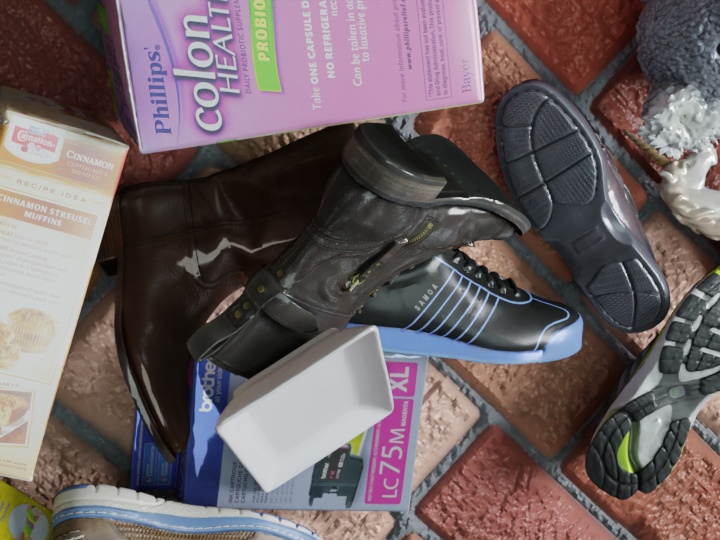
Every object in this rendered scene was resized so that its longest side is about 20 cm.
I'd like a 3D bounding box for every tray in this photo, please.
[{"bbox_3d":[-0.033,0.085,0.836,0.107,0.200,0.022,-33,71,-7],"label":"tray"}]

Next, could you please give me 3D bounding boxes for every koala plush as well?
[{"bbox_3d":[0.279,-0.158,0.912,0.198,0.184,0.179,-7,81,2],"label":"koala plush"}]

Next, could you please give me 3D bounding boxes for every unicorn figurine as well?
[{"bbox_3d":[0.298,-0.039,0.975,0.137,0.074,0.201,-27,114,4],"label":"unicorn figurine"}]

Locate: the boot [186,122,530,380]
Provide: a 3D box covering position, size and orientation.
[{"bbox_3d":[0.000,0.000,0.819,0.199,0.069,0.174,12,121,-52],"label":"boot"}]

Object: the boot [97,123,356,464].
[{"bbox_3d":[-0.061,0.010,0.866,0.199,0.064,0.188,-14,85,-4],"label":"boot"}]

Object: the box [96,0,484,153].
[{"bbox_3d":[-0.050,-0.142,0.809,0.199,0.176,0.097,-11,105,-12],"label":"box"}]

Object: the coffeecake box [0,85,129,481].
[{"bbox_3d":[-0.208,0.000,0.809,0.073,0.153,0.201,15,98,-19],"label":"coffeecake box"}]

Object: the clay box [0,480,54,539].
[{"bbox_3d":[-0.226,0.212,0.875,0.199,0.115,0.048,35,135,-18],"label":"clay box"}]

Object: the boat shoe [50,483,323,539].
[{"bbox_3d":[-0.114,0.200,0.905,0.199,0.072,0.073,14,58,-23],"label":"boat shoe"}]

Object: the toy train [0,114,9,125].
[{"bbox_3d":[-0.233,-0.154,0.757,0.084,0.199,0.116,25,86,-53],"label":"toy train"}]

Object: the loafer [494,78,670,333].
[{"bbox_3d":[0.157,-0.049,0.955,0.072,0.063,0.201,-26,105,24],"label":"loafer"}]

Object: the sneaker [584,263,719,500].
[{"bbox_3d":[0.228,0.068,0.975,0.074,0.081,0.200,37,99,-6],"label":"sneaker"}]

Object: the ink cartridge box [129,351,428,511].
[{"bbox_3d":[-0.056,0.105,0.935,0.198,0.042,0.120,4,101,-14],"label":"ink cartridge box"}]

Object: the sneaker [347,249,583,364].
[{"bbox_3d":[0.066,0.016,0.931,0.199,0.070,0.078,4,106,-16],"label":"sneaker"}]
